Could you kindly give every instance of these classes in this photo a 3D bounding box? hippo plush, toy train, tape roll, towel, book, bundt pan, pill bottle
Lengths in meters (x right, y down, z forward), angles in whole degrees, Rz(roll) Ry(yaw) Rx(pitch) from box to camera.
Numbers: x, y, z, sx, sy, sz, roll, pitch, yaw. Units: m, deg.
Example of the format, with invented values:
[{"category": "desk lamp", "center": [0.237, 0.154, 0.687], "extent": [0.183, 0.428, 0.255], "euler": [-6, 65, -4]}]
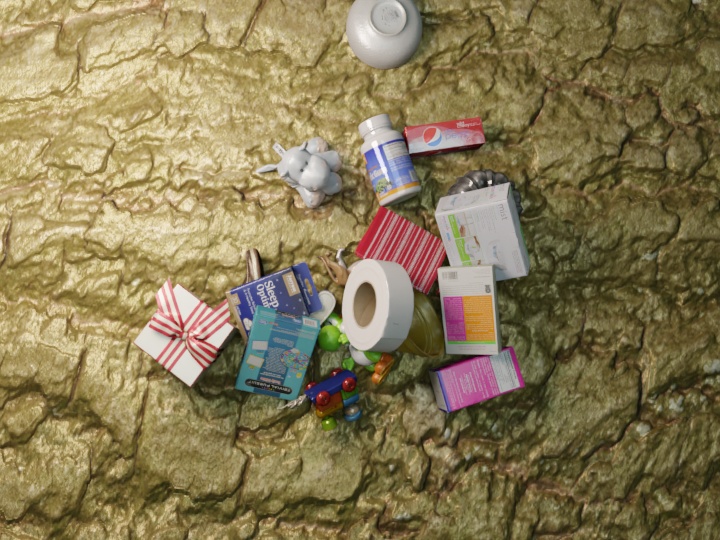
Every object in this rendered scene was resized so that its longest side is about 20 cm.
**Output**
[{"category": "hippo plush", "center": [-0.126, -0.257, 1.691], "extent": [0.198, 0.161, 0.161], "euler": [35, 83, -2]}, {"category": "toy train", "center": [-0.090, 0.322, 1.664], "extent": [0.197, 0.084, 0.118], "euler": [-25, 110, -21]}, {"category": "tape roll", "center": [0.036, 0.079, 1.602], "extent": [0.070, 0.201, 0.207], "euler": [7, 83, -31]}, {"category": "towel", "center": [0.100, -0.049, 1.700], "extent": [0.198, 0.023, 0.146], "euler": [29, 70, -1]}, {"category": "book", "center": [0.253, 0.091, 1.670], "extent": [0.131, 0.048, 0.205], "euler": [-3, 99, 23]}, {"category": "bundt pan", "center": [0.309, -0.157, 1.769], "extent": [0.197, 0.076, 0.207], "euler": [0, 85, -5]}, {"category": "pill bottle", "center": [0.065, -0.266, 1.736], "extent": [0.110, 0.112, 0.204], "euler": [-20, 87, -7]}]

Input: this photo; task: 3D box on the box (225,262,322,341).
[{"category": "box", "center": [-0.197, 0.070, 1.649], "extent": [0.197, 0.032, 0.123], "euler": [-21, 97, 1]}]

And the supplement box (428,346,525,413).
[{"category": "supplement box", "center": [0.275, 0.258, 1.714], "extent": [0.196, 0.101, 0.105], "euler": [-16, 85, -8]}]

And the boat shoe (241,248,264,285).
[{"category": "boat shoe", "center": [-0.261, 0.053, 1.695], "extent": [0.073, 0.075, 0.207], "euler": [-8, 86, 0]}]

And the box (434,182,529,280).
[{"category": "box", "center": [0.286, -0.079, 1.675], "extent": [0.173, 0.097, 0.203], "euler": [-12, 117, 22]}]

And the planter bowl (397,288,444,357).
[{"category": "planter bowl", "center": [0.108, 0.130, 1.696], "extent": [0.083, 0.200, 0.203], "euler": [-32, 89, 29]}]

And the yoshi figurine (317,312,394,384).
[{"category": "yoshi figurine", "center": [-0.024, 0.186, 1.687], "extent": [0.199, 0.112, 0.113], "euler": [39, 103, 15]}]

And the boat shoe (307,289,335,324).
[{"category": "boat shoe", "center": [-0.137, 0.125, 1.703], "extent": [0.074, 0.062, 0.201], "euler": [38, 90, -9]}]

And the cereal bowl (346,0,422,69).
[{"category": "cereal bowl", "center": [0.062, -0.612, 1.783], "extent": [0.195, 0.083, 0.205], "euler": [0, 84, -5]}]

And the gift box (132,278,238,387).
[{"category": "gift box", "center": [-0.384, 0.130, 1.617], "extent": [0.183, 0.187, 0.202], "euler": [32, 83, -2]}]

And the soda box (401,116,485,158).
[{"category": "soda box", "center": [0.204, -0.327, 1.780], "extent": [0.196, 0.063, 0.072], "euler": [-10, 85, -6]}]

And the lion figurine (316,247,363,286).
[{"category": "lion figurine", "center": [0.000, 0.000, 1.735], "extent": [0.196, 0.072, 0.125], "euler": [-12, 96, 8]}]

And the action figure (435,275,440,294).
[{"category": "action figure", "center": [0.127, -0.024, 1.741], "extent": [0.052, 0.065, 0.201], "euler": [-42, 82, 14]}]

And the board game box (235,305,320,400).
[{"category": "board game box", "center": [-0.191, 0.191, 1.645], "extent": [0.148, 0.047, 0.203], "euler": [14, 113, -13]}]
